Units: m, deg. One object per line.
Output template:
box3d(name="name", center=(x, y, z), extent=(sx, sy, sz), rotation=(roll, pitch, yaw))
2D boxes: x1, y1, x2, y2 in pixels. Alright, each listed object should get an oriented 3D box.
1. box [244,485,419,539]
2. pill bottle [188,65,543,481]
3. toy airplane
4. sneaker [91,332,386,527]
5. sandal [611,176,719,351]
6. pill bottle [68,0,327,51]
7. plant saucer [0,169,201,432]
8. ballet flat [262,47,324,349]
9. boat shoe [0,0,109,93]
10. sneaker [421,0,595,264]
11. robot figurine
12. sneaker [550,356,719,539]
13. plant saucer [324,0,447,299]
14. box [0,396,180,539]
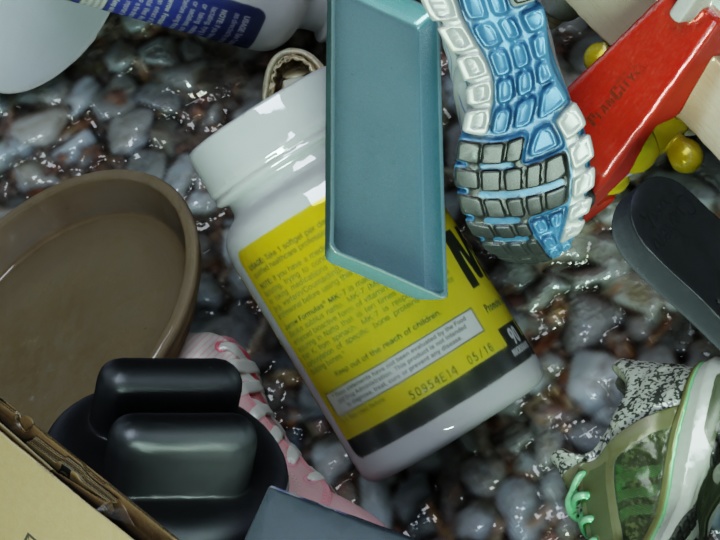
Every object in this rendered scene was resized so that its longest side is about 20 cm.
box3d(name="box", center=(0.016, 0.205, 1.246), extent=(0.148, 0.200, 0.107), rotation=(19, 70, 16))
box3d(name="pill bottle", center=(0.000, 0.000, 1.368), extent=(0.114, 0.114, 0.200), rotation=(-31, 89, -9))
box3d(name="toy airplane", center=(0.169, -0.110, 1.429), extent=(0.199, 0.141, 0.200), rotation=(-1, 89, 28))
box3d(name="sneaker", center=(-0.059, 0.091, 1.390), extent=(0.200, 0.075, 0.105), rotation=(18, 71, 21))
box3d(name="sandal", center=(0.218, 0.024, 1.352), extent=(0.200, 0.043, 0.076), rotation=(36, 47, -12))
box3d(name="pill bottle", center=(-0.079, -0.193, 1.495), extent=(0.200, 0.120, 0.120), rotation=(15, 62, -12))
box3d(name="plant saucer", center=(-0.167, 0.032, 1.423), extent=(0.200, 0.029, 0.200), rotation=(-21, 45, 22))
box3d(name="ballet flat", center=(-0.032, -0.036, 1.461), extent=(0.067, 0.062, 0.200), rotation=(-11, 62, 2))
box3d(name="boat shoe", center=(-0.174, -0.193, 1.569), extent=(0.200, 0.069, 0.057), rotation=(-58, 25, -9))
box3d(name="sneaker", center=(0.078, -0.103, 1.363), extent=(0.075, 0.200, 0.087), rotation=(-9, 18, 6))
box3d(name="robot figurine", center=(-0.105, 0.136, 1.276), extent=(0.125, 0.200, 0.150), rotation=(24, 37, 15))
box3d(name="sneaker", center=(0.136, 0.126, 1.356), extent=(0.088, 0.077, 0.200), rotation=(13, 57, 25))
box3d(name="plant saucer", center=(0.010, -0.070, 1.325), extent=(0.070, 0.019, 0.200), rotation=(23, 44, -25))
box3d(name="box", center=(-0.139, 0.177, 1.218), extent=(0.021, 0.200, 0.163), rotation=(-17, 34, -36))
